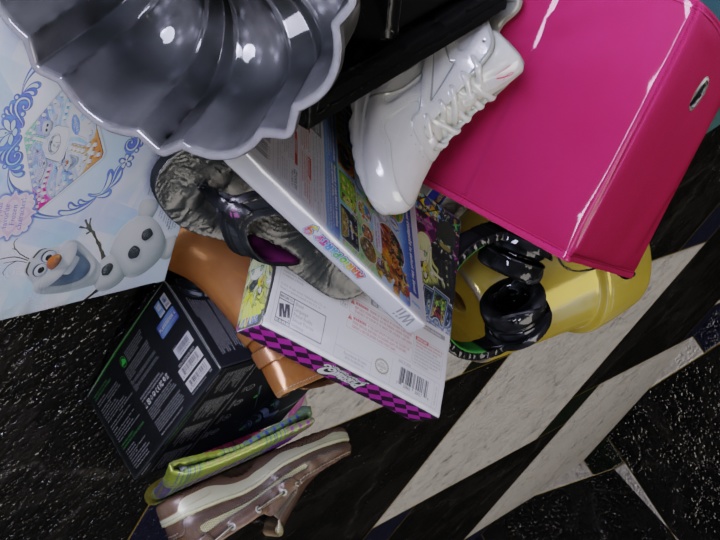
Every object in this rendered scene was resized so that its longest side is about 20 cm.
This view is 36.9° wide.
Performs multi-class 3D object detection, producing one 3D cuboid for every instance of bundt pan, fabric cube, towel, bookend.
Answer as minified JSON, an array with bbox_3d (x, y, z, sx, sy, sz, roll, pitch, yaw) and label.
[{"bbox_3d":[-0.081,-0.158,0.503,0.076,0.200,0.203,-56,175,-49],"label":"bundt pan"},{"bbox_3d":[0.159,-0.130,0.864,0.196,0.199,0.201,10,108,-62],"label":"fabric cube"},{"bbox_3d":[-0.125,0.171,0.988,0.142,0.023,0.200,-21,170,-21],"label":"towel"},{"bbox_3d":[0.008,-0.219,0.615,0.199,0.092,0.200,-36,147,-37],"label":"bookend"}]

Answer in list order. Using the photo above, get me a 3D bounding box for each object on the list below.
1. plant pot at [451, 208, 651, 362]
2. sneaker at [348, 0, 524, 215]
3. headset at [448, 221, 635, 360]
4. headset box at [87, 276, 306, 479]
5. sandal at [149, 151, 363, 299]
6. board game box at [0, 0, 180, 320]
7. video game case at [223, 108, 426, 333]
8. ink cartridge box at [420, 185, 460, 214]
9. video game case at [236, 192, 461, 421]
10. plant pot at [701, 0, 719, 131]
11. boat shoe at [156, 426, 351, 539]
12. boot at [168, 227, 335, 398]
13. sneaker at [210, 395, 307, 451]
[{"bbox_3d":[0.167,-0.006,1.130,0.188,0.201,0.202,-29,155,-23],"label":"plant pot"},{"bbox_3d":[0.058,-0.129,0.736,0.078,0.098,0.202,45,58,-56],"label":"sneaker"},{"bbox_3d":[0.151,0.015,0.981,0.198,0.094,0.125,-19,120,-28],"label":"headset"},{"bbox_3d":[-0.111,0.076,0.960,0.199,0.093,0.174,-15,153,-47],"label":"headset box"},{"bbox_3d":[-0.048,-0.031,0.717,0.199,0.048,0.076,26,106,-40],"label":"sandal"},{"bbox_3d":[-0.180,-0.067,0.631,0.198,0.043,0.202,-16,135,-49],"label":"board game box"},{"bbox_3d":[-0.020,-0.066,0.716,0.018,0.144,0.200,-27,133,24],"label":"video game case"},{"bbox_3d":[0.095,-0.104,1.079,0.200,0.037,0.094,-50,157,24],"label":"ink cartridge box"},{"bbox_3d":[0.000,0.000,0.849,0.036,0.183,0.199,-15,146,41],"label":"video game case"},{"bbox_3d":[0.277,-0.189,1.072,0.199,0.141,0.142,-36,157,-24],"label":"plant pot"},{"bbox_3d":[-0.091,0.217,1.027,0.200,0.076,0.075,-21,171,-23],"label":"boat shoe"},{"bbox_3d":[-0.091,0.025,0.824,0.076,0.157,0.199,-25,166,33],"label":"boot"},{"bbox_3d":[-0.103,0.152,1.152,0.088,0.082,0.201,-14,145,-47],"label":"sneaker"}]
